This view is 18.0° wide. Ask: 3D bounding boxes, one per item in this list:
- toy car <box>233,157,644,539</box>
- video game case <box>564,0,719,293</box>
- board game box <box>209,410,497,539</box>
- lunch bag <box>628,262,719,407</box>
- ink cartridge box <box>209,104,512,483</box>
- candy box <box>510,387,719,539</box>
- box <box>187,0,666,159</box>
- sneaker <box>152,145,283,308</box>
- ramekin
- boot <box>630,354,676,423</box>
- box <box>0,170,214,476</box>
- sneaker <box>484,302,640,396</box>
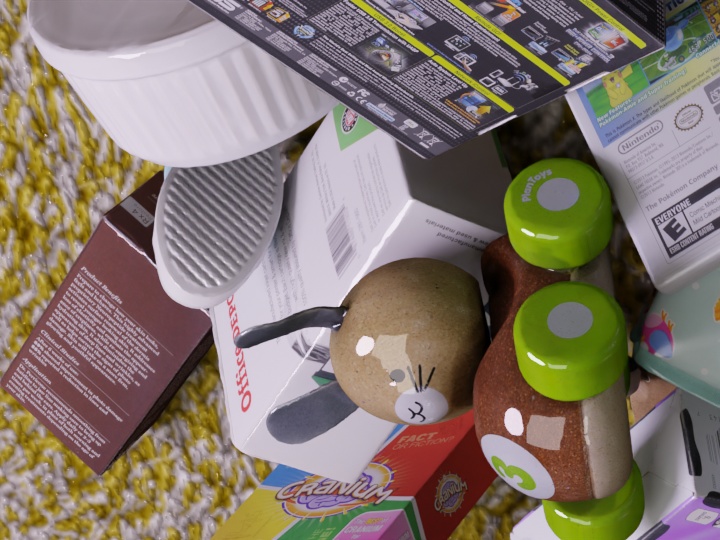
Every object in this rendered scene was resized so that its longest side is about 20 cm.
[{"bbox_3d":[0.039,0.052,1.177,0.198,0.159,0.165,-6,140,7],"label":"toy car"},{"bbox_3d":[0.194,-0.115,1.121,0.199,0.022,0.183,-33,67,24],"label":"video game case"},{"bbox_3d":[-0.012,0.158,1.421,0.152,0.200,0.041,-11,113,37],"label":"board game box"},{"bbox_3d":[0.261,0.017,1.169,0.199,0.122,0.171,30,97,5],"label":"lunch bag"},{"bbox_3d":[0.000,0.000,1.308,0.084,0.147,0.200,19,124,-24],"label":"ink cartridge box"},{"bbox_3d":[0.214,0.156,1.287,0.199,0.072,0.168,15,139,-26],"label":"candy box"},{"bbox_3d":[0.026,-0.141,1.099,0.160,0.045,0.199,-25,139,37],"label":"box"},{"bbox_3d":[-0.084,-0.043,1.353,0.073,0.201,0.082,14,138,-4],"label":"sneaker"},{"bbox_3d":[-0.078,-0.142,1.274,0.201,0.203,0.095,-1,130,34],"label":"ramekin"},{"bbox_3d":[0.181,0.045,1.296,0.075,0.074,0.201,-7,118,21],"label":"boot"},{"bbox_3d":[-0.155,0.037,1.524,0.100,0.075,0.200,42,135,3],"label":"box"},{"bbox_3d":[0.082,0.020,1.330,0.199,0.075,0.085,18,112,44],"label":"sneaker"}]
